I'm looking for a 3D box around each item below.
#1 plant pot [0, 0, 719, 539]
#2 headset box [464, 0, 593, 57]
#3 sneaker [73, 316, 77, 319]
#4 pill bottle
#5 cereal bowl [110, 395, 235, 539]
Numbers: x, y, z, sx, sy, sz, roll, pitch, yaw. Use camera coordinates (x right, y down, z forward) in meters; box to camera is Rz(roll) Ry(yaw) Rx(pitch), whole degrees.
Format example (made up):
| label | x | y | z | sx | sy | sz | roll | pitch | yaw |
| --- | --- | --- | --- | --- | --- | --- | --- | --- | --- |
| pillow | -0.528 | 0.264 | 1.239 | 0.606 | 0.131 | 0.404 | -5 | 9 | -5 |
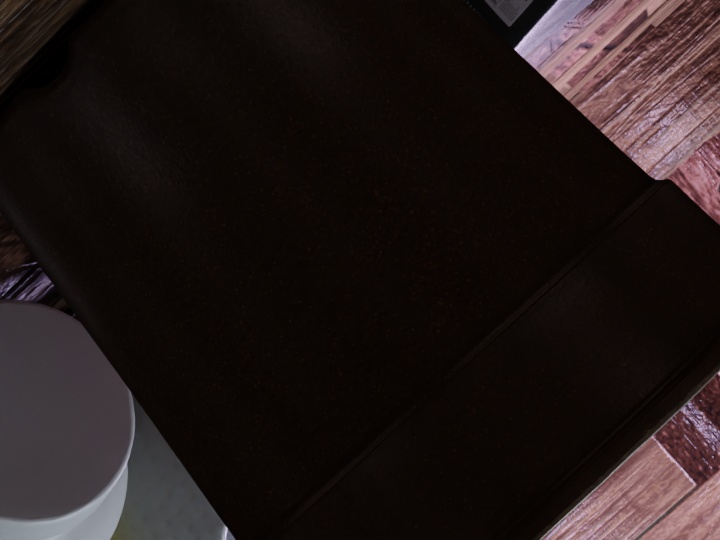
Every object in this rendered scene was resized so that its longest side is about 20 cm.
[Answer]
| label | x | y | z | sx | sy | sz | roll | pitch | yaw |
| --- | --- | --- | --- | --- | --- | --- | --- | --- | --- |
| plant pot | -0.002 | -0.005 | 0.690 | 0.200 | 0.198 | 0.200 | -41 | 176 | -4 |
| headset box | 0.105 | -0.171 | 0.871 | 0.200 | 0.075 | 0.149 | -40 | 176 | -33 |
| sneaker | -0.158 | 0.066 | 1.088 | 0.199 | 0.066 | 0.079 | -35 | 148 | -19 |
| pill bottle | -0.156 | 0.089 | 0.848 | 0.112 | 0.113 | 0.200 | -40 | 175 | -33 |
| cereal bowl | -0.088 | 0.085 | 0.967 | 0.200 | 0.083 | 0.202 | 8 | 90 | -89 |
